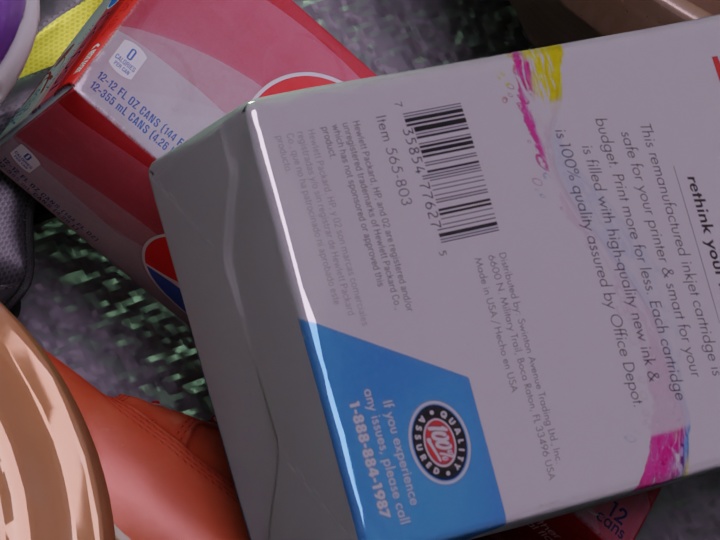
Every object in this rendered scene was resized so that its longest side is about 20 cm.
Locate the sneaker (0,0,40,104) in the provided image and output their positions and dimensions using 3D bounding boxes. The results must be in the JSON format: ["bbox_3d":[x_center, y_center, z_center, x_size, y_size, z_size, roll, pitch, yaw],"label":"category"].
[{"bbox_3d":[-0.181,-0.051,0.747,0.200,0.088,0.081,-16,86,15],"label":"sneaker"}]

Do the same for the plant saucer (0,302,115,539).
[{"bbox_3d":[-0.161,0.078,0.719,0.200,0.032,0.201,-2,75,6],"label":"plant saucer"}]

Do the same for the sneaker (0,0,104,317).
[{"bbox_3d":[-0.089,-0.063,0.850,0.085,0.074,0.200,35,67,-1],"label":"sneaker"}]

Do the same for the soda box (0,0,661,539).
[{"bbox_3d":[0.000,0.000,0.800,0.200,0.063,0.070,40,59,-13],"label":"soda box"}]

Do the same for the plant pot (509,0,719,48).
[{"bbox_3d":[0.109,-0.105,0.899,0.201,0.093,0.201,14,47,-15],"label":"plant pot"}]

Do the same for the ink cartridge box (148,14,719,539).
[{"bbox_3d":[0.059,0.002,0.753,0.200,0.068,0.115,-12,83,-28],"label":"ink cartridge box"}]

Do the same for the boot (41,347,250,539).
[{"bbox_3d":[-0.053,0.067,0.787,0.200,0.075,0.107,42,43,12],"label":"boot"}]
